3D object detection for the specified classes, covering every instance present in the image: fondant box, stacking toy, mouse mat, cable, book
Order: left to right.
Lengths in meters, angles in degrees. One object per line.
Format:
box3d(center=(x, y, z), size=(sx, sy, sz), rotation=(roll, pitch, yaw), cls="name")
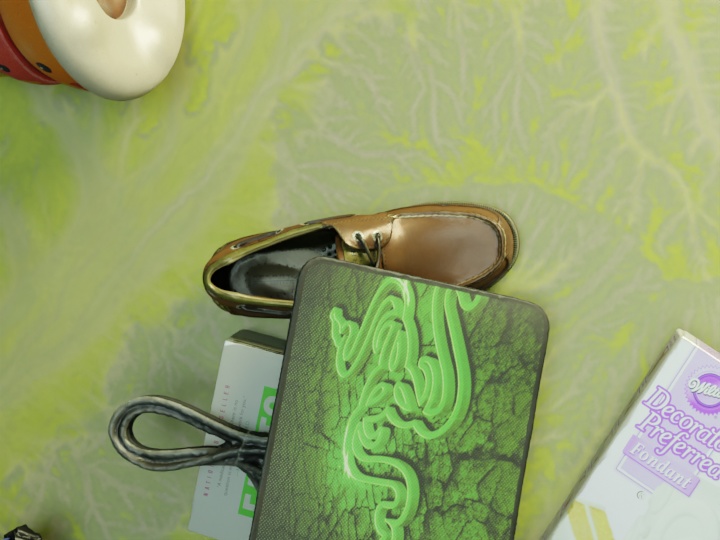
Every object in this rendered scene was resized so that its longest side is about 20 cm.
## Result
box3d(center=(-0.226, -0.169, 0.988), size=(0.199, 0.146, 0.147), rotation=(-7, 90, 31), cls="stacking toy")
box3d(center=(-0.059, 0.117, 0.938), size=(0.199, 0.050, 0.098), rotation=(27, 100, 4), cls="cable")
box3d(center=(-0.001, 0.129, 0.978), size=(0.198, 0.048, 0.135), rotation=(14, 98, 9), cls="book")
box3d(center=(0.024, 0.103, 0.914), size=(0.160, 0.008, 0.202), rotation=(12, 80, -10), cls="mouse mat")
box3d(center=(0.199, 0.158, 0.927), size=(0.144, 0.058, 0.201), rotation=(33, 97, 8), cls="fondant box")

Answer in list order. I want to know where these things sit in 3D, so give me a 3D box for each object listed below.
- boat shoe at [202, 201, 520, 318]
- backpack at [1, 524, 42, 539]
box3d(center=(0.000, 0.000, 0.957), size=(0.198, 0.068, 0.073), rotation=(-11, 88, 11), cls="boat shoe")
box3d(center=(-0.249, 0.299, 0.967), size=(0.147, 0.183, 0.201), rotation=(-33, 89, 34), cls="backpack")
